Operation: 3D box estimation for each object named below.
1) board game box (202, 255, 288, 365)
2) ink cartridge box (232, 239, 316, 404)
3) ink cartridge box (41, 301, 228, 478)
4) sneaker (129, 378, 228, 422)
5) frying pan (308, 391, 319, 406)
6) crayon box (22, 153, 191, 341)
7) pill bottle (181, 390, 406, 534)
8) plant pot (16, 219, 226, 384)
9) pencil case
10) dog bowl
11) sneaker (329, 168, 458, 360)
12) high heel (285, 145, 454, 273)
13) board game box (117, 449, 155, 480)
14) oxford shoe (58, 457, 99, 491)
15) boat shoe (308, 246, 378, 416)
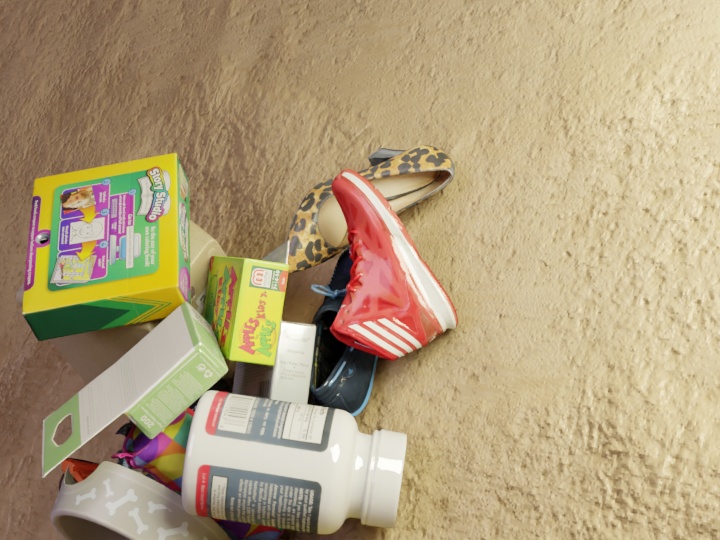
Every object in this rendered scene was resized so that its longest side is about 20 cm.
[{"bbox_3d":[-0.127,0.038,1.243,0.200,0.047,0.102,-174,94,-74],"label":"board game box"},{"bbox_3d":[-0.093,0.071,1.268,0.200,0.043,0.174,154,125,-70],"label":"ink cartridge box"},{"bbox_3d":[-0.231,0.128,1.182,0.200,0.048,0.146,-42,21,0],"label":"ink cartridge box"},{"bbox_3d":[-0.213,0.195,1.403,0.200,0.060,0.104,-29,46,33],"label":"sneaker"},{"bbox_3d":[-0.037,0.104,1.278,0.115,0.031,0.190,32,98,51],"label":"frying pan"},{"bbox_3d":[-0.280,-0.029,1.309,0.172,0.058,0.200,-9,51,2],"label":"crayon box"},{"bbox_3d":[-0.060,0.187,1.113,0.120,0.199,0.120,9,-90,-88],"label":"pill bottle"},{"bbox_3d":[-0.246,0.039,1.398,0.177,0.200,0.200,13,56,37],"label":"plant pot"},{"bbox_3d":[-0.161,0.215,1.216,0.088,0.200,0.088,-36,27,22],"label":"pencil case"},{"bbox_3d":[-0.228,0.272,1.202,0.200,0.200,0.059,-9,42,46],"label":"dog bowl"},{"bbox_3d":[0.000,0.000,1.169,0.115,0.078,0.200,-33,70,-5],"label":"sneaker"},{"bbox_3d":[0.006,-0.063,1.243,0.200,0.071,0.142,-47,29,-19],"label":"high heel"},{"bbox_3d":[-0.239,0.309,1.353,0.135,0.028,0.201,-5,83,48],"label":"board game box"},{"bbox_3d":[-0.340,0.290,1.486,0.200,0.071,0.073,0,76,67],"label":"oxford shoe"},{"bbox_3d":[-0.012,0.053,1.228,0.084,0.069,0.200,-20,50,28],"label":"boat shoe"}]
